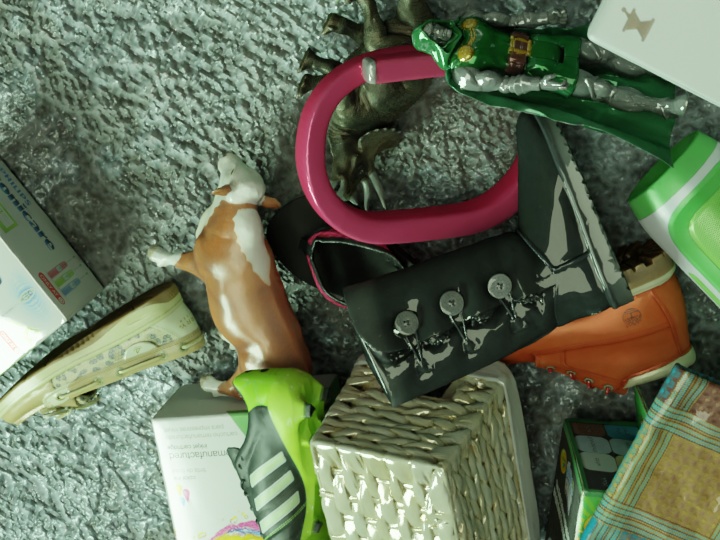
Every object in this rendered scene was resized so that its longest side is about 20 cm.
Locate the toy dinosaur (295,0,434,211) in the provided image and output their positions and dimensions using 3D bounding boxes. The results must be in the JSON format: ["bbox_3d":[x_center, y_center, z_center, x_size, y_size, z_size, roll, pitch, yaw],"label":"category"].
[{"bbox_3d":[0.014,-0.154,1.211,0.101,0.077,0.201,27,103,-15],"label":"toy dinosaur"}]

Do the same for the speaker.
[{"bbox_3d":[0.290,-0.006,1.169,0.200,0.089,0.088,45,113,-3],"label":"speaker"}]

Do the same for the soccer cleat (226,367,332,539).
[{"bbox_3d":[-0.062,0.170,1.249,0.080,0.067,0.203,7,108,27],"label":"soccer cleat"}]

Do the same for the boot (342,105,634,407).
[{"bbox_3d":[0.078,-0.013,1.169,0.198,0.066,0.167,-23,83,9],"label":"boot"}]

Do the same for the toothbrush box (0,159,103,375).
[{"bbox_3d":[-0.342,0.026,1.349,0.199,0.086,0.146,-36,96,21],"label":"toothbrush box"}]

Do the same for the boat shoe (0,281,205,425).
[{"bbox_3d":[-0.223,0.084,1.343,0.199,0.073,0.063,-31,101,19],"label":"boat shoe"}]

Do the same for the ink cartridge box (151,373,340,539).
[{"bbox_3d":[-0.079,0.198,1.335,0.143,0.084,0.203,-5,106,15],"label":"ink cartridge box"}]

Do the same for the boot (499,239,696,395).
[{"bbox_3d":[0.160,0.059,1.235,0.198,0.075,0.108,-18,108,19],"label":"boot"}]

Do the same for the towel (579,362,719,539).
[{"bbox_3d":[0.243,0.180,1.142,0.145,0.022,0.202,22,108,-8],"label":"towel"}]

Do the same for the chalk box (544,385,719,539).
[{"bbox_3d":[0.214,0.193,1.223,0.122,0.125,0.203,6,111,-2],"label":"chalk box"}]

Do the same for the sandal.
[{"bbox_3d":[0.000,0.000,1.238,0.199,0.045,0.076,33,111,29],"label":"sandal"}]

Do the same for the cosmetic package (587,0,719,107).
[{"bbox_3d":[0.264,-0.207,1.046,0.165,0.200,0.169,28,114,4],"label":"cosmetic package"}]

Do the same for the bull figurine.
[{"bbox_3d":[-0.100,0.011,1.272,0.121,0.065,0.203,-10,100,47],"label":"bull figurine"}]

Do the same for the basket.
[{"bbox_3d":[0.050,0.177,1.238,0.134,0.123,0.202,7,124,29],"label":"basket"}]

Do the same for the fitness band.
[{"bbox_3d":[0.049,-0.093,1.180,0.197,0.037,0.146,-6,111,-19],"label":"fitness band"}]

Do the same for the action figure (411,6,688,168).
[{"bbox_3d":[0.133,-0.147,1.130,0.197,0.119,0.055,9,151,-4],"label":"action figure"}]
